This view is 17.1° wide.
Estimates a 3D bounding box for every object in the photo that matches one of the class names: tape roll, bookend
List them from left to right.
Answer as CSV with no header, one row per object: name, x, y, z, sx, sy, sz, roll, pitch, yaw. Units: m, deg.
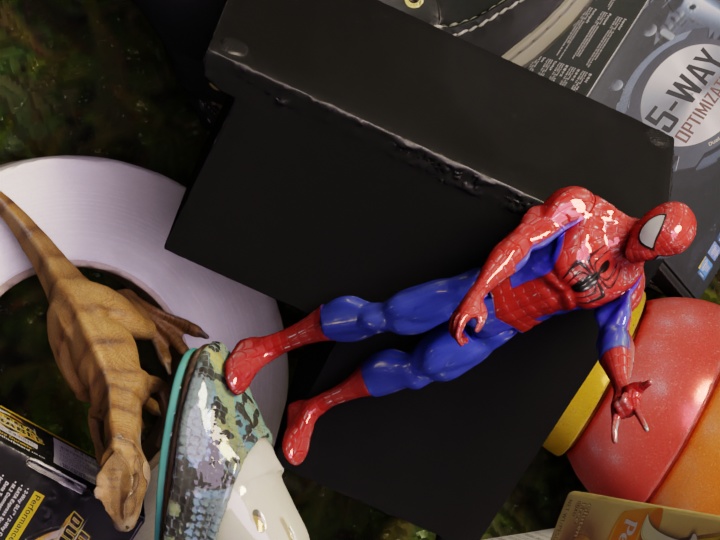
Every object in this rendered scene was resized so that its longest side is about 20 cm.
tape roll,-0.132,0.048,1.074,0.202,0.037,0.203,-1,92,-19
bookend,0.000,0.000,1.021,0.198,0.092,0.200,23,126,-6

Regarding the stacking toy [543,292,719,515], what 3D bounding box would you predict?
stacking toy,0.122,0.050,1.129,0.200,0.146,0.146,31,82,1

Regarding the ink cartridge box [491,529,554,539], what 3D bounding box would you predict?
ink cartridge box,0.035,0.207,1.101,0.200,0.083,0.146,-7,93,-17

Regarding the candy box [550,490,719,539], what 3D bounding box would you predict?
candy box,0.126,0.158,0.973,0.055,0.200,0.116,23,82,-16

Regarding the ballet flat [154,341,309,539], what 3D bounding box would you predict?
ballet flat,-0.054,0.131,0.990,0.074,0.074,0.200,6,100,-18

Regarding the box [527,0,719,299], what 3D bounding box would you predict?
box,0.161,-0.106,1.124,0.200,0.043,0.160,-56,139,-10

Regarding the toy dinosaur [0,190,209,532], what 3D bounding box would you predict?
toy dinosaur,-0.116,0.020,1.020,0.060,0.106,0.200,-36,60,7

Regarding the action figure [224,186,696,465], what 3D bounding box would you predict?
action figure,0.040,0.032,0.921,0.200,0.099,0.065,-27,118,23

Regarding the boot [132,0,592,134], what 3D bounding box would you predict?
boot,-0.014,-0.135,1.024,0.203,0.074,0.154,-22,126,24

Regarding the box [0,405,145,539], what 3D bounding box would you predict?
box,-0.210,0.142,1.016,0.160,0.049,0.200,29,99,-17
